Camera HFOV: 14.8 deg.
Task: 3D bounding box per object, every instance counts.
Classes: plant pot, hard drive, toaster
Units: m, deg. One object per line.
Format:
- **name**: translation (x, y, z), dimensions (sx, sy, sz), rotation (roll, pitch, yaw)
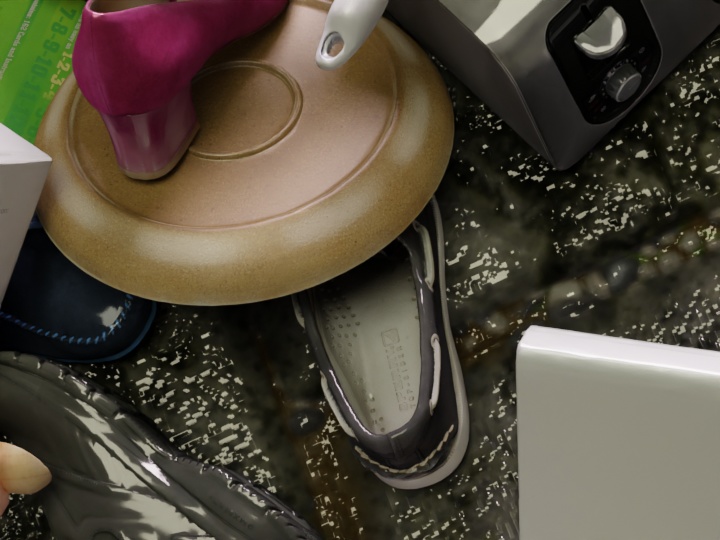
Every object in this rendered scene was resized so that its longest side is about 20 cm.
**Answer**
- **plant pot**: translation (-0.057, -0.067, 1.276), dimensions (0.199, 0.028, 0.201), rotation (-6, 47, 6)
- **hard drive**: translation (0.164, 0.096, 1.155), dimensions (0.199, 0.133, 0.026), rotation (8, 32, 18)
- **toaster**: translation (0.086, -0.181, 1.280), dimensions (0.181, 0.119, 0.200), rotation (-43, 65, -4)

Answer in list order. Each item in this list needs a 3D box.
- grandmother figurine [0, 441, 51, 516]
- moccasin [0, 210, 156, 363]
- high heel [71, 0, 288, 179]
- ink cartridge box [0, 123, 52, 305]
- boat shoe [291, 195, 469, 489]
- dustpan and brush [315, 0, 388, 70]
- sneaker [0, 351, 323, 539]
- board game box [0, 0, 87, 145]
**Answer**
- **grandmother figurine**: translation (-0.215, 0.147, 1.178), dimensions (0.121, 0.061, 0.201), rotation (35, 61, -13)
- **moccasin**: translation (-0.191, -0.015, 1.320), dimensions (0.199, 0.068, 0.081), rotation (23, 77, 22)
- **high heel**: translation (-0.080, -0.142, 1.264), dimensions (0.067, 0.096, 0.200), rotation (12, 51, 20)
- **ink cartridge box**: translation (-0.241, 0.005, 1.265), dimensions (0.144, 0.084, 0.201), rotation (33, 112, 30)
- **boat shoe**: translation (0.000, 0.000, 1.266), dimensions (0.073, 0.060, 0.201), rotation (-15, 66, 11)
- **dustpan and brush**: translation (0.031, -0.178, 1.206), dimensions (0.139, 0.057, 0.200), rotation (25, 71, 24)
- **sneaker**: translation (-0.113, 0.106, 1.254), dimensions (0.200, 0.076, 0.091), rotation (32, 88, 26)
- **board game box**: translation (-0.137, -0.083, 1.342), dimensions (0.199, 0.030, 0.096), rotation (23, 60, 24)
